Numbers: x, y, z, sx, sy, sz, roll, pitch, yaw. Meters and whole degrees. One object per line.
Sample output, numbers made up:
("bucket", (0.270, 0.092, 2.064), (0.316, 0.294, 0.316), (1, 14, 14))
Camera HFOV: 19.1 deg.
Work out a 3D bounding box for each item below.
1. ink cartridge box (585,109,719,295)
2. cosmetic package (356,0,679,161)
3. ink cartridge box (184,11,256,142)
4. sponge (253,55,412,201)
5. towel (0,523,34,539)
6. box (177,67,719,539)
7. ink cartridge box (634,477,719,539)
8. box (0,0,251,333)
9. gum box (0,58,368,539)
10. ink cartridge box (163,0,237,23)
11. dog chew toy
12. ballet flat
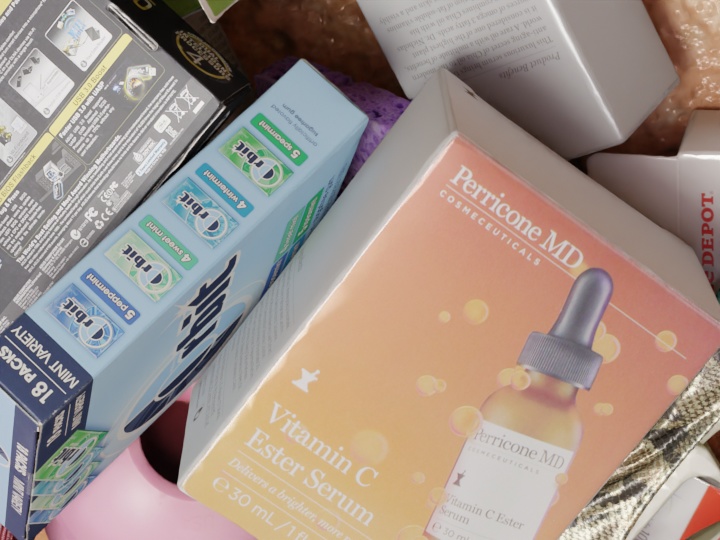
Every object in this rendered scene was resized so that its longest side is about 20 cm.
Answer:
("ink cartridge box", (0.210, -0.012, 1.004), (0.199, 0.067, 0.118), (3, 114, 16))
("cosmetic package", (0.053, -0.147, 0.982), (0.101, 0.071, 0.201), (-16, 108, 41))
("ink cartridge box", (-0.161, -0.126, 1.067), (0.145, 0.083, 0.201), (-22, 105, 26))
("sponge", (0.000, 0.000, 1.060), (0.111, 0.030, 0.201), (26, 133, 38))
("towel", (-0.177, 0.112, 1.117), (0.023, 0.200, 0.145), (5, 115, -4))
("box", (0.037, 0.042, 0.944), (0.152, 0.106, 0.200), (34, 106, -12))
("ink cartridge box", (0.123, 0.150, 1.046), (0.057, 0.200, 0.163), (6, 122, -28))
("box", (-0.169, -0.058, 0.935), (0.161, 0.049, 0.200), (41, 112, -1))
("gum box", (-0.090, 0.017, 0.954), (0.045, 0.200, 0.170), (41, 156, 7))
("ink cartridge box", (-0.093, -0.187, 0.950), (0.075, 0.200, 0.148), (-23, 104, 26))
("dog chew toy", (-0.113, 0.116, 1.119), (0.124, 0.125, 0.200), (39, 151, -1))
("ballet flat", (0.149, 0.080, 0.969), (0.075, 0.068, 0.200), (39, 102, 10))
